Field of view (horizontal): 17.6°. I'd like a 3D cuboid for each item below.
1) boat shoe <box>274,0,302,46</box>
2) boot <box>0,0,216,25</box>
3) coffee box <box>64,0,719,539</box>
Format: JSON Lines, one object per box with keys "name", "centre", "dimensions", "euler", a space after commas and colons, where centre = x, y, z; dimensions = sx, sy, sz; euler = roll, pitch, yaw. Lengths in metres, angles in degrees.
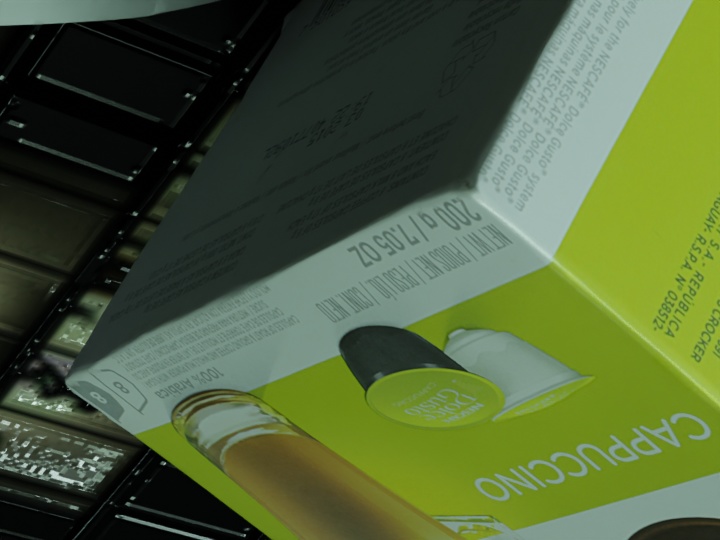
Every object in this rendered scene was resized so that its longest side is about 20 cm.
{"name": "boat shoe", "centre": [0.000, 0.000, 0.778], "dimensions": [0.073, 0.067, 0.200], "euler": [8, 137, 31]}
{"name": "boot", "centre": [-0.107, -0.117, 0.640], "dimensions": [0.200, 0.074, 0.096], "euler": [-11, 104, -41]}
{"name": "coffee box", "centre": [0.084, -0.009, 0.622], "dimensions": [0.198, 0.200, 0.200], "euler": [40, 149, -17]}
